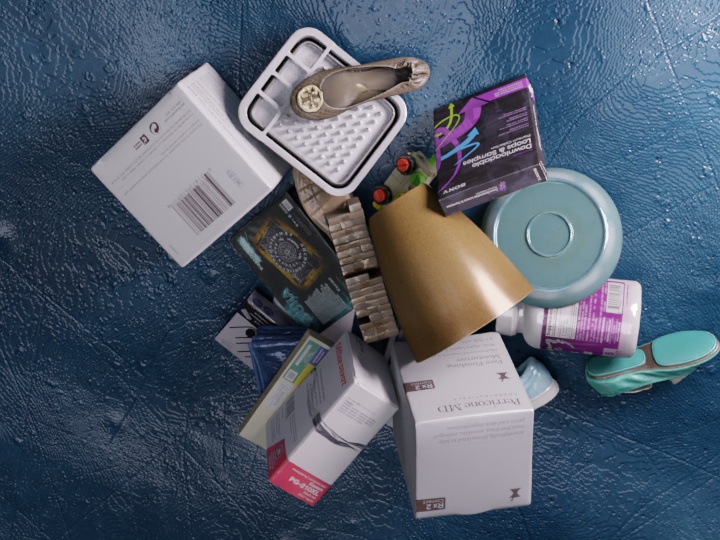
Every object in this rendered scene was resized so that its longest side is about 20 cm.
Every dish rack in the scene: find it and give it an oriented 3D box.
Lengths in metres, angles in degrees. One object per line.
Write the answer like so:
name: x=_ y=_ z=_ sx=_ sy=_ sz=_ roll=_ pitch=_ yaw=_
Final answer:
dish rack: x=-0.053 y=-0.220 z=1.606 sx=0.200 sy=0.044 sz=0.172 roll=38 pitch=87 yaw=-5

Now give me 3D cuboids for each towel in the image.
towel: x=-0.104 y=0.181 z=1.748 sx=0.111 sy=0.049 sz=0.201 roll=-1 pitch=115 yaw=12

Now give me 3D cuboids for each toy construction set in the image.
toy construction set: x=0.090 y=-0.094 z=1.629 sx=0.131 sy=0.092 sz=0.200 roll=47 pitch=109 yaw=11

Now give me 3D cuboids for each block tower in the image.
block tower: x=0.000 y=0.000 z=1.636 sx=0.057 sy=0.054 sz=0.201 roll=-16 pitch=105 yaw=-2

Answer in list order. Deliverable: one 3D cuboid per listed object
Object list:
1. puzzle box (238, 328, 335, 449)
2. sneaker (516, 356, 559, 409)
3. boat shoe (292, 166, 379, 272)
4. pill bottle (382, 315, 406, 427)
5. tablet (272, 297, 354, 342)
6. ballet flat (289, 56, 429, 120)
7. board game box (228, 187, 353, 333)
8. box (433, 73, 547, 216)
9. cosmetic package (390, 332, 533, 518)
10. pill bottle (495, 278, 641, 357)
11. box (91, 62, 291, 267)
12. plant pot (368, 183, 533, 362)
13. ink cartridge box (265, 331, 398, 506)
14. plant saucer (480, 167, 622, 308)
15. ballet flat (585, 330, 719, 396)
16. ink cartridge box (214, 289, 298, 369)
puzzle box: x=-0.075 y=0.197 z=1.712 sx=0.133 sy=0.025 sz=0.200 roll=31 pitch=108 yaw=-17
sneaker: x=0.198 y=0.193 z=1.744 sx=0.199 sy=0.074 sz=0.082 roll=-30 pitch=103 yaw=10
boat shoe: x=-0.036 y=-0.087 z=1.673 sx=0.072 sy=0.065 sz=0.200 roll=-35 pitch=103 yaw=1
pill bottle: x=0.088 y=0.137 z=1.717 sx=0.110 sy=0.111 sz=0.201 roll=18 pitch=115 yaw=4
tablet: x=-0.075 y=0.070 z=1.777 sx=0.129 sy=0.014 sz=0.201 roll=13 pitch=115 yaw=6
ballet flat: x=0.000 y=-0.253 z=1.567 sx=0.199 sy=0.046 sz=0.068 roll=-13 pitch=92 yaw=-6
board game box: x=-0.090 y=-0.008 z=1.721 sx=0.135 sy=0.028 sz=0.200 roll=-36 pitch=96 yaw=28
box: x=0.169 y=-0.169 z=1.524 sx=0.142 sy=0.201 sz=0.036 roll=-20 pitch=132 yaw=18
cosmetic package: x=0.136 y=0.212 z=1.586 sx=0.164 sy=0.200 sz=0.166 roll=-6 pitch=119 yaw=-7
pill bottle: x=0.297 y=0.061 z=1.641 sx=0.199 sy=0.112 sz=0.113 roll=6 pitch=114 yaw=10
box: x=-0.240 y=-0.153 z=1.651 sx=0.199 sy=0.131 sz=0.200 roll=-38 pitch=100 yaw=23
plant pot: x=0.102 y=-0.009 z=1.535 sx=0.186 sy=0.186 sz=0.201 roll=-32 pitch=89 yaw=22
ink cartridge box: x=-0.043 y=0.208 z=1.626 sx=0.084 sy=0.145 sz=0.200 roll=34 pitch=108 yaw=-20
plant saucer: x=0.264 y=-0.048 z=1.593 sx=0.199 sy=0.027 sz=0.202 roll=-2 pitch=81 yaw=14
ballet flat: x=0.433 y=0.140 z=1.681 sx=0.199 sy=0.068 sz=0.071 roll=-16 pitch=133 yaw=18
ink cartridge box: x=-0.119 y=0.130 z=1.779 sx=0.200 sy=0.044 sz=0.094 roll=39 pitch=116 yaw=-7
